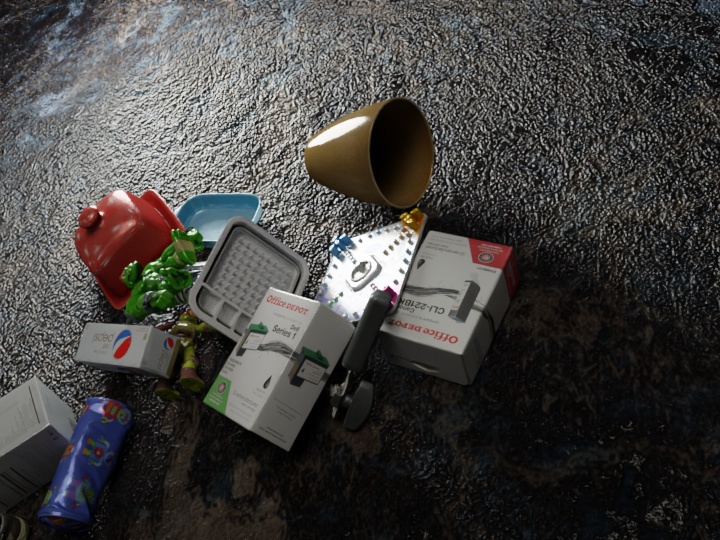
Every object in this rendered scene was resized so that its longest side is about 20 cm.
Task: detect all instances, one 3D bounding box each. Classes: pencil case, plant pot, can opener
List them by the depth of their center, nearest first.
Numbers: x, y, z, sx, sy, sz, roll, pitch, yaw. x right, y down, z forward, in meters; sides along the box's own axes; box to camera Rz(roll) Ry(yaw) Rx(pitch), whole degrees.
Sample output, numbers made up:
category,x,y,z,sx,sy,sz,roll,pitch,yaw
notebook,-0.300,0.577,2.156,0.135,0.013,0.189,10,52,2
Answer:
category,x,y,z,sx,sy,sz,roll,pitch,yaw
can opener,0.005,0.126,1.050,0.066,0.202,0.053,19,14,1
pencil case,-0.404,0.289,1.105,0.078,0.087,0.202,-27,38,40
plant pot,0.000,-0.203,1.324,0.198,0.187,0.187,3,50,41

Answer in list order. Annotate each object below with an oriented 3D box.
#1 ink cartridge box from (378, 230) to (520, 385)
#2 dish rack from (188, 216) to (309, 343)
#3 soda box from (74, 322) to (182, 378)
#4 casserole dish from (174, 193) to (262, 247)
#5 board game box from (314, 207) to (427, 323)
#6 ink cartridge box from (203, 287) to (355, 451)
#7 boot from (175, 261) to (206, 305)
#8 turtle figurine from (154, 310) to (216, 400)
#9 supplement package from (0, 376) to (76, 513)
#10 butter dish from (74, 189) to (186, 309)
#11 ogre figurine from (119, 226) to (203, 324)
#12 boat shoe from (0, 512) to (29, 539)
category,x,y,z,sx,sy,sz,roll,pitch,yaw
ink cartridge box,0.132,0.051,1.101,0.143,0.084,0.201,13,58,30
dish rack,-0.183,0.029,1.208,0.043,0.171,0.201,-29,32,50
soda box,-0.378,0.128,1.196,0.198,0.063,0.069,-2,67,42
casserole dish,-0.270,-0.091,1.405,0.198,0.039,0.122,2,52,23
board game box,0.000,0.000,1.175,0.199,0.026,0.201,-17,39,41
ink cartridge box,-0.118,0.136,1.072,0.145,0.084,0.201,11,68,51
boot,-0.292,0.030,1.271,0.198,0.073,0.091,-15,24,7
turtle figurine,-0.281,0.122,1.210,0.198,0.065,0.162,-14,48,9
supplement package,-0.550,0.282,1.143,0.199,0.110,0.114,-33,48,-9
butter dish,-0.452,-0.067,1.358,0.200,0.148,0.200,-48,50,2
ogre figurine,-0.324,0.017,1.201,0.119,0.098,0.201,-33,45,24
boat shoe,-0.565,0.433,1.051,0.071,0.066,0.201,21,61,33
